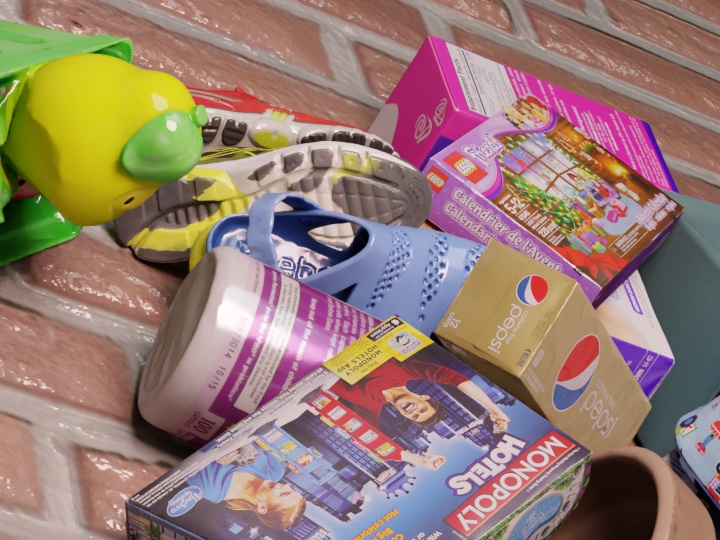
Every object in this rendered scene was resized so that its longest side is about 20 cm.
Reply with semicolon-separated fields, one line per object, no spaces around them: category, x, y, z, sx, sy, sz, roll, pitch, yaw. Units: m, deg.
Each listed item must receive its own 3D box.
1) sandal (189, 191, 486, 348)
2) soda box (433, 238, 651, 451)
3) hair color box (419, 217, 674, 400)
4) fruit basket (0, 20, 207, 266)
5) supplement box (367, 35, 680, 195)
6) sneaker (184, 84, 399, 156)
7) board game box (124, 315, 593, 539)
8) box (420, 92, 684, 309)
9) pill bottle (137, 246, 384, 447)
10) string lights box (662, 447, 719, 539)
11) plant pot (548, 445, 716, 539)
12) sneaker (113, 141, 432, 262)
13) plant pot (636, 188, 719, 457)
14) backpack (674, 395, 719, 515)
sandal;0.000;0.000;1.590;0.198;0.087;0.080;7;66;-8
soda box;0.112;0.060;1.597;0.064;0.068;0.200;27;-13;28
hair color box;0.097;0.017;1.736;0.199;0.065;0.110;18;31;-24
fruit basket;-0.184;-0.064;1.535;0.214;0.156;0.216;15;22;-6
supplement box;0.116;-0.075;1.943;0.199;0.101;0.104;20;30;-24
sneaker;-0.060;-0.090;1.809;0.199;0.077;0.085;15;27;-33
board game box;0.017;0.139;1.389;0.200;0.062;0.200;-33;52;-30
box;0.124;-0.043;1.752;0.137;0.039;0.200;37;26;8
pill bottle;-0.018;0.075;1.539;0.199;0.113;0.113;26;28;-14
string lights box;0.259;0.198;1.697;0.200;0.059;0.103;41;28;13
plant pot;0.144;0.221;1.419;0.175;0.200;0.201;43;24;-18
sneaker;-0.053;-0.053;1.680;0.198;0.075;0.085;-1;19;6
plant pot;0.248;0.038;1.866;0.141;0.142;0.200;13;30;-35
backpack;0.305;0.113;1.676;0.199;0.135;0.183;3;39;-40
